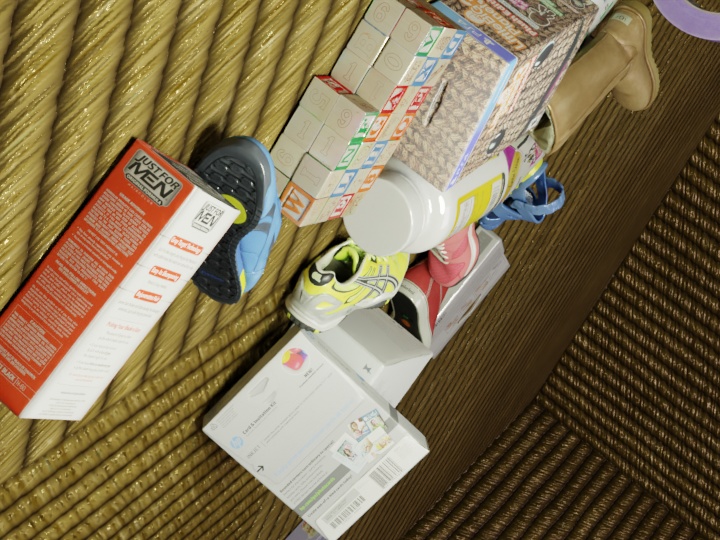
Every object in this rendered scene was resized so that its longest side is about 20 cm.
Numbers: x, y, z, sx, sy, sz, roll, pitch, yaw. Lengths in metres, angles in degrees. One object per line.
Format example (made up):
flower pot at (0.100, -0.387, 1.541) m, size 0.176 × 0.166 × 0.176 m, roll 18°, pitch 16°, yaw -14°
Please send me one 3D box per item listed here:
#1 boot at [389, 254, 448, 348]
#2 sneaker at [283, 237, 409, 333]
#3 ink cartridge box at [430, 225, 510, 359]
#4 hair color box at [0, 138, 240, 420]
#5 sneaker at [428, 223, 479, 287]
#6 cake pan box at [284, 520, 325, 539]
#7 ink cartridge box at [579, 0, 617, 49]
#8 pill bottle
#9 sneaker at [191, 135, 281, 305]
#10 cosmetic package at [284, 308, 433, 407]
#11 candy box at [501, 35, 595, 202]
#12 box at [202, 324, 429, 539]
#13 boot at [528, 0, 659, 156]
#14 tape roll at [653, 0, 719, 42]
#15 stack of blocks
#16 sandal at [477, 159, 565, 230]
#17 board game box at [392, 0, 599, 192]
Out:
boot at (0.105, 0.030, 1.836) m, size 0.144 × 0.072 × 0.200 m, roll -48°, pitch 161°, yaw -22°
sneaker at (0.000, 0.000, 1.434) m, size 0.200 × 0.075 × 0.077 m, roll -37°, pitch 160°, yaw -49°
ink cartridge box at (0.147, 0.036, 2.020) m, size 0.200 × 0.045 × 0.176 m, roll -51°, pitch 165°, yaw -3°
hair color box at (-0.181, 0.011, 0.939) m, size 0.200 × 0.061 × 0.101 m, roll -51°, pitch 165°, yaw 2°
sneaker at (0.105, -0.054, 1.662) m, size 0.086 × 0.074 × 0.201 m, roll -26°, pitch 143°, yaw -35°
cake pan box at (-0.137, 0.539, 2.336) m, size 0.200 × 0.052 × 0.185 m, roll -45°, pitch 162°, yaw -25°
ink cartridge box at (0.231, -0.295, 1.494) m, size 0.161 × 0.050 × 0.200 m, roll -52°, pitch 167°, yaw 0°
pill bottle at (0.066, -0.083, 1.365) m, size 0.200 × 0.111 × 0.112 m, roll -30°, pitch 154°, yaw -54°
sneaker at (-0.095, -0.055, 1.055) m, size 0.079 × 0.066 × 0.201 m, roll -56°, pitch 170°, yaw -33°
cosmetic package at (-0.040, 0.146, 1.560) m, size 0.200 × 0.123 × 0.200 m, roll -55°, pitch 166°, yaw 12°
candy box at (0.227, -0.199, 1.675) m, size 0.200 × 0.061 × 0.137 m, roll -46°, pitch 164°, yaw -20°
box at (-0.049, 0.178, 1.430) m, size 0.156 × 0.200 × 0.041 m, roll -45°, pitch -164°, yaw 9°
boot at (0.278, -0.210, 1.591) m, size 0.200 × 0.066 × 0.176 m, roll -47°, pitch 141°, yaw -23°
tape roll at (0.470, -0.394, 1.680) m, size 0.201 × 0.200 × 0.085 m, roll -57°, pitch 165°, yaw 19°
stack of blocks at (-0.001, -0.140, 1.132) m, size 0.201 × 0.058 × 0.115 m, roll -57°, pitch 164°, yaw 20°
sandal at (0.220, -0.094, 1.817) m, size 0.080 × 0.087 × 0.200 m, roll -48°, pitch 180°, yaw -21°
board game box at (0.124, -0.197, 1.298) m, size 0.200 × 0.097 × 0.160 m, roll -37°, pitch 159°, yaw -46°
